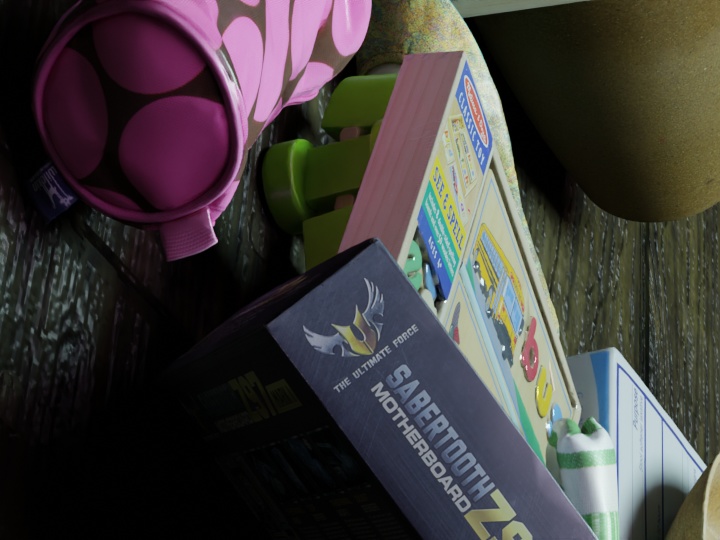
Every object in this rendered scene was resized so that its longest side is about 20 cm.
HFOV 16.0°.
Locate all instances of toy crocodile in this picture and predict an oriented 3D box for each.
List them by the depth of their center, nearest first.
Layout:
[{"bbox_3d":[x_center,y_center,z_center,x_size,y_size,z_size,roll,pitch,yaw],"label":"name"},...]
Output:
[{"bbox_3d":[0.000,0.000,1.045,0.062,0.067,0.201,49,36,-48],"label":"toy crocodile"}]

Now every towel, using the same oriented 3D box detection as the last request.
[{"bbox_3d":[0.082,0.156,0.937,0.153,0.023,0.201,32,58,-87],"label":"towel"}]

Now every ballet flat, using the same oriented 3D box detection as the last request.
[{"bbox_3d":[0.037,-0.036,1.158,0.071,0.070,0.201,-45,119,-63],"label":"ballet flat"}]

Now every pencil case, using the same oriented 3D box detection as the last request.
[{"bbox_3d":[-0.053,-0.080,0.948,0.094,0.090,0.200,60,25,-12],"label":"pencil case"}]

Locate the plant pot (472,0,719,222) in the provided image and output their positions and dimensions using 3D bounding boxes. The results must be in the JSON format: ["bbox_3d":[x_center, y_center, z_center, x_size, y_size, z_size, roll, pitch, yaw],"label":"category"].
[{"bbox_3d":[0.144,-0.127,1.334,0.201,0.185,0.187,75,19,-44],"label":"plant pot"}]

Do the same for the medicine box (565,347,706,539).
[{"bbox_3d":[0.105,0.167,1.149,0.200,0.102,0.183,48,36,-47],"label":"medicine box"}]

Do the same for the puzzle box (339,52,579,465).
[{"bbox_3d":[0.041,0.034,0.986,0.133,0.025,0.201,-73,151,-42],"label":"puzzle box"}]

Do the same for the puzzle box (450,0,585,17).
[{"bbox_3d":[0.097,-0.203,1.262,0.201,0.132,0.025,-88,167,-45],"label":"puzzle box"}]

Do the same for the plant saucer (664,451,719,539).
[{"bbox_3d":[0.170,0.177,1.108,0.200,0.035,0.201,47,35,-48],"label":"plant saucer"}]

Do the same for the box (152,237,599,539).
[{"bbox_3d":[0.010,0.077,0.854,0.158,0.051,0.200,53,-17,-2],"label":"box"}]
